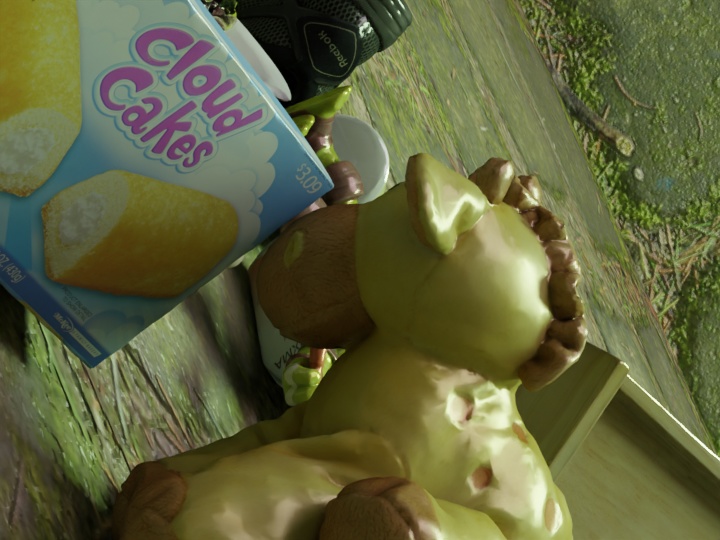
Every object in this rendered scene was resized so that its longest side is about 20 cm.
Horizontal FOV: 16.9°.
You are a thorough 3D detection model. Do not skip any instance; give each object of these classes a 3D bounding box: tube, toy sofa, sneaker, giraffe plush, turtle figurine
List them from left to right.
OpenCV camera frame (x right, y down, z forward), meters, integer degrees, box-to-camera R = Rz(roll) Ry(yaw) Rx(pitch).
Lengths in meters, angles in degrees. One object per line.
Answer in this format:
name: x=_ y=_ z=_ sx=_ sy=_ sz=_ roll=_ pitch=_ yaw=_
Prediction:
sneaker: x=-0.062 y=-0.131 z=1.326 sx=0.076 sy=0.114 sz=0.199 roll=53 pitch=-12 yaw=-29
tube: x=-0.016 y=-0.037 z=1.286 sx=0.200 sy=0.052 sz=0.058 roll=106 pitch=-9 yaw=-78
turtle figurine: x=0.000 y=0.000 z=1.125 sx=0.200 sy=0.064 sz=0.162 roll=-35 pitch=107 yaw=-47
giraffe plush: x=0.015 y=0.040 z=0.867 sx=0.173 sy=0.199 sz=0.163 roll=174 pitch=-80 yaw=-82
toy sofa: x=0.115 y=0.101 z=1.077 sx=0.200 sy=0.083 sz=0.098 roll=40 pitch=-6 yaw=-37

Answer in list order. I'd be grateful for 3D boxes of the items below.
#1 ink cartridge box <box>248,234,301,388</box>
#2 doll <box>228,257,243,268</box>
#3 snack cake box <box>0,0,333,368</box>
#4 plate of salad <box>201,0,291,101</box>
ink cartridge box: x=0.028 y=0.083 z=1.190 sx=0.162 sy=0.050 sz=0.200 roll=29 pitch=34 yaw=-31
doll: x=-0.083 y=-0.062 z=1.108 sx=0.137 sy=0.048 sz=0.200 roll=61 pitch=10 yaw=20
snack cake box: x=-0.106 y=-0.066 z=0.826 sx=0.067 sy=0.115 sz=0.200 roll=56 pitch=3 yaw=40
plate of salad: x=-0.098 y=-0.156 z=1.130 sx=0.200 sy=0.048 sz=0.200 roll=45 pitch=8 yaw=-8
